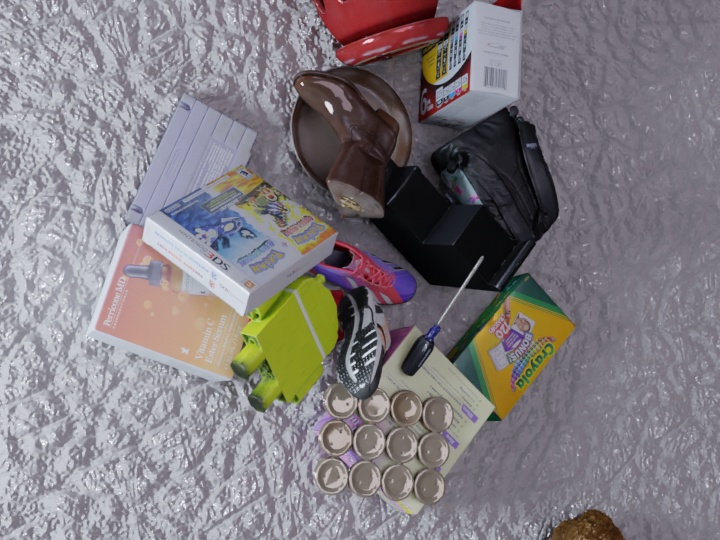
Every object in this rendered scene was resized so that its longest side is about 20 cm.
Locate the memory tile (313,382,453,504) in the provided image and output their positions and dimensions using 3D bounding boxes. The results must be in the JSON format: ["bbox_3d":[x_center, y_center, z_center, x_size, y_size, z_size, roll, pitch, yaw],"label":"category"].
[{"bbox_3d":[0.034,0.240,1.494,0.196,0.017,0.156,10,80,-18],"label":"memory tile"}]

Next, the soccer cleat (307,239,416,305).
[{"bbox_3d":[0.000,0.000,1.582,0.197,0.073,0.069,21,76,-17],"label":"soccer cleat"}]

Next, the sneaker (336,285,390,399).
[{"bbox_3d":[0.015,0.109,1.512,0.080,0.073,0.202,48,26,-30],"label":"sneaker"}]

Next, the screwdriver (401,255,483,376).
[{"bbox_3d":[0.119,0.065,1.492,0.029,0.028,0.201,31,105,-20],"label":"screwdriver"}]

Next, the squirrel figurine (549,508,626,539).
[{"bbox_3d":[0.363,0.469,1.632,0.184,0.141,0.204,13,82,-25],"label":"squirrel figurine"}]

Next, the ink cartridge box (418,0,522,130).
[{"bbox_3d":[0.163,-0.324,1.614,0.082,0.200,0.179,6,82,-18],"label":"ink cartridge box"}]

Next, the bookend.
[{"bbox_3d":[0.114,-0.073,1.548,0.200,0.198,0.093,45,73,-21],"label":"bookend"}]

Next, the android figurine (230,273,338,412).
[{"bbox_3d":[-0.096,0.090,1.456,0.201,0.041,0.184,-52,133,-34],"label":"android figurine"}]

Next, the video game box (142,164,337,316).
[{"bbox_3d":[-0.157,-0.045,1.426,0.181,0.047,0.199,36,41,15],"label":"video game box"}]

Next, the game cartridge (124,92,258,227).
[{"bbox_3d":[-0.237,-0.134,1.532,0.128,0.038,0.203,28,75,-19],"label":"game cartridge"}]

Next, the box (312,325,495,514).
[{"bbox_3d":[0.063,0.216,1.568,0.176,0.096,0.201,44,70,-10],"label":"box"}]

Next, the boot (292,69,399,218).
[{"bbox_3d":[-0.032,-0.175,1.517,0.184,0.064,0.202,26,48,-13],"label":"boot"}]

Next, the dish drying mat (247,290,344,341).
[{"bbox_3d":[-0.087,0.070,1.513,0.198,0.018,0.078,-4,98,-54],"label":"dish drying mat"}]

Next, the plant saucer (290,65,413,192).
[{"bbox_3d":[-0.015,-0.206,1.624,0.196,0.032,0.205,2,84,-20],"label":"plant saucer"}]

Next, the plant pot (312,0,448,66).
[{"bbox_3d":[0.024,-0.406,1.578,0.197,0.200,0.186,-18,98,-21],"label":"plant pot"}]

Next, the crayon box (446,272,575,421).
[{"bbox_3d":[0.226,0.118,1.660,0.119,0.058,0.200,45,71,-10],"label":"crayon box"}]

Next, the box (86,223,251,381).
[{"bbox_3d":[-0.252,0.048,1.464,0.197,0.106,0.155,21,77,-17],"label":"box"}]

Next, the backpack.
[{"bbox_3d":[0.212,-0.126,1.648,0.166,0.126,0.202,-32,93,-20],"label":"backpack"}]
